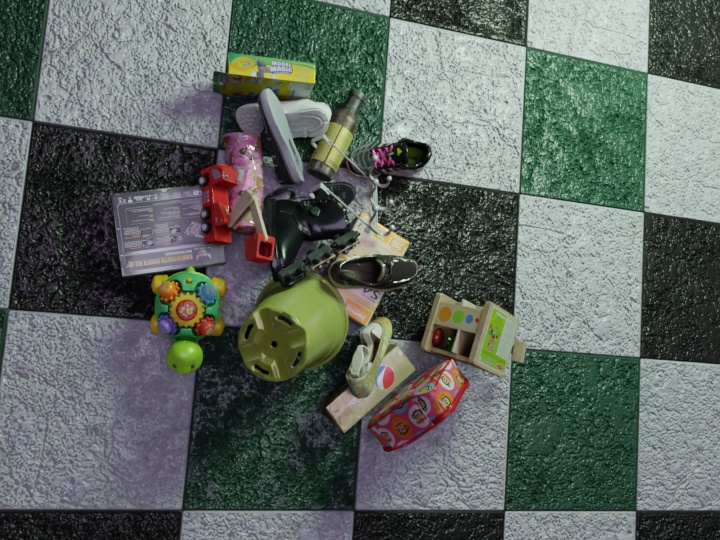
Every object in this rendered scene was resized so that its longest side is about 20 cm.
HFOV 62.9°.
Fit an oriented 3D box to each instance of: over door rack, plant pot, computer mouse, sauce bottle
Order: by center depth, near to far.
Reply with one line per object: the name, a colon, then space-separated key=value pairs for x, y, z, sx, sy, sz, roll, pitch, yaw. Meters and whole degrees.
plant pot: x=-0.136 y=0.114 z=1.095 sx=0.196 sy=0.184 sz=0.205 roll=2 pitch=99 yaw=11
over door rack: x=-0.008 y=-0.174 z=1.170 sx=0.198 sy=0.066 sz=0.150 roll=27 pitch=46 yaw=-32
computer mouse: x=-0.106 y=-0.156 z=1.243 sx=0.196 sy=0.034 sz=0.060 roll=-5 pitch=112 yaw=-10
sauce bottle: x=-0.046 y=-0.288 z=1.249 sx=0.064 sy=0.065 sz=0.202 roll=29 pitch=79 yaw=-11

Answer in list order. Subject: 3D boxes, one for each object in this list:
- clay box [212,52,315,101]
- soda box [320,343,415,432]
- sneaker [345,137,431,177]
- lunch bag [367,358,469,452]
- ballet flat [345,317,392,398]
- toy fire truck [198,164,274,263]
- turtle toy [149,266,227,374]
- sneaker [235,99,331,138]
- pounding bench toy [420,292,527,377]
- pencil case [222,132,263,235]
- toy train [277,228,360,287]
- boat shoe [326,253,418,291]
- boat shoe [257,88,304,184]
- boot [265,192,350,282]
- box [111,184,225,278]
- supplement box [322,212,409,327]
clay box: x=-0.197 y=-0.387 z=1.191 sx=0.196 sy=0.115 sz=0.049 roll=3 pitch=84 yaw=-15
soda box: x=0.015 y=0.242 z=1.224 sx=0.199 sy=0.064 sz=0.068 roll=-38 pitch=96 yaw=-15
sneaker: x=0.067 y=-0.246 z=1.263 sx=0.196 sy=0.087 sz=0.075 roll=-6 pitch=87 yaw=-15
lunch bag: x=0.119 y=0.261 z=1.179 sx=0.082 sy=0.199 sz=0.176 roll=50 pitch=32 yaw=1
ballet flat: x=0.016 y=0.159 z=1.188 sx=0.070 sy=0.071 sz=0.202 roll=29 pitch=50 yaw=-11
toy fire truck: x=-0.232 y=-0.107 z=1.095 sx=0.139 sy=0.048 sz=0.204 roll=-11 pitch=78 yaw=30
turtle toy: x=-0.330 y=0.094 z=1.123 sx=0.143 sy=0.101 sz=0.204 roll=3 pitch=93 yaw=-14
sneaker: x=-0.159 y=-0.320 z=1.224 sx=0.196 sy=0.077 sz=0.081 roll=3 pitch=42 yaw=0
pounding bench toy: x=0.246 y=0.145 z=1.258 sx=0.199 sy=0.154 sz=0.126 roll=28 pitch=77 yaw=-42
pencil case: x=-0.236 y=-0.175 z=1.180 sx=0.085 sy=0.083 sz=0.204 roll=1 pitch=86 yaw=-2
toy train: x=-0.075 y=-0.024 z=1.120 sx=0.199 sy=0.046 sz=0.034 roll=-32 pitch=54 yaw=-31
boat shoe: x=0.034 y=0.005 z=1.166 sx=0.196 sy=0.065 sz=0.075 roll=-6 pitch=86 yaw=-23
boat shoe: x=-0.169 y=-0.258 z=1.175 sx=0.056 sy=0.069 sz=0.202 roll=-11 pitch=124 yaw=13
boot: x=-0.101 y=-0.072 z=1.160 sx=0.165 sy=0.077 sz=0.203 roll=-5 pitch=51 yaw=-7
box: x=-0.372 y=-0.078 z=1.154 sx=0.196 sy=0.048 sz=0.162 roll=-9 pitch=89 yaw=-15
supplement box: x=0.000 y=0.000 z=1.233 sx=0.125 sy=0.073 sz=0.202 roll=30 pitch=79 yaw=-10
